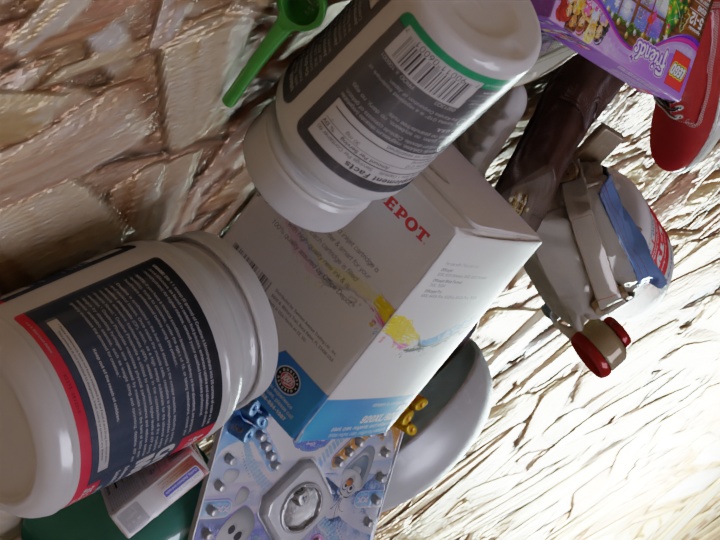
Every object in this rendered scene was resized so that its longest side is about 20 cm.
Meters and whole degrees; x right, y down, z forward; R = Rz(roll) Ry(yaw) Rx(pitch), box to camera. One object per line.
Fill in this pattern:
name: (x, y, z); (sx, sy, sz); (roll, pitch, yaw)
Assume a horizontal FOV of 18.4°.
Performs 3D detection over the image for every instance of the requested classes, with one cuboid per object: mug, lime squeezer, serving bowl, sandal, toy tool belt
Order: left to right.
mug: (-0.180, 0.215, 1.726); (0.185, 0.114, 0.152); (-46, 158, 4)
lime squeezer: (-0.024, -0.184, 1.419); (0.200, 0.038, 0.071); (-46, -171, 2)
serving bowl: (0.038, 0.146, 1.901); (0.199, 0.066, 0.200); (-36, -166, 10)
sandal: (0.070, -0.058, 1.707); (0.050, 0.083, 0.203); (27, 109, -34)
toy tool belt: (0.202, -0.016, 1.834); (0.123, 0.125, 0.201); (-38, 123, -8)

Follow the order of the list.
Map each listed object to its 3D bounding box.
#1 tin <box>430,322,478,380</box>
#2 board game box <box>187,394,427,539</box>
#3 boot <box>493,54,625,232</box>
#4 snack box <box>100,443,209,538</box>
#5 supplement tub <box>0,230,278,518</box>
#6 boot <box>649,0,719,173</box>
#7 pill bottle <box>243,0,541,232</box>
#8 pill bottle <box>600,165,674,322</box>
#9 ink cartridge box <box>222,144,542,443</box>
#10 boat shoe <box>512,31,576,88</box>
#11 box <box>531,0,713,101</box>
tin: (0.044, 0.050, 1.788); (0.112, 0.042, 0.200); (-44, 165, -12)
board game box: (-0.045, 0.184, 1.716); (0.199, 0.026, 0.202); (2, 108, -46)
boot: (0.164, -0.124, 1.694); (0.200, 0.064, 0.187); (-55, 174, -47)
snack box: (-0.155, 0.129, 1.578); (0.072, 0.024, 0.200); (-40, -163, -2)
supplement tub: (-0.166, 0.063, 1.455); (0.199, 0.140, 0.141); (-24, 151, -38)
boot: (0.255, -0.153, 1.888); (0.144, 0.072, 0.201); (-26, 143, -36)
pill bottle: (0.016, -0.118, 1.447); (0.113, 0.114, 0.200); (-15, 159, -49)
pill bottle: (0.222, -0.016, 2.007); (0.112, 0.112, 0.200); (-45, 158, 3)
ink cartridge box: (0.000, 0.000, 1.615); (0.200, 0.147, 0.144); (-51, 156, 19)
boat shoe: (0.158, -0.202, 1.632); (0.199, 0.072, 0.065); (-31, 154, -25)
box: (0.191, -0.216, 1.586); (0.199, 0.039, 0.138); (21, 88, -53)
